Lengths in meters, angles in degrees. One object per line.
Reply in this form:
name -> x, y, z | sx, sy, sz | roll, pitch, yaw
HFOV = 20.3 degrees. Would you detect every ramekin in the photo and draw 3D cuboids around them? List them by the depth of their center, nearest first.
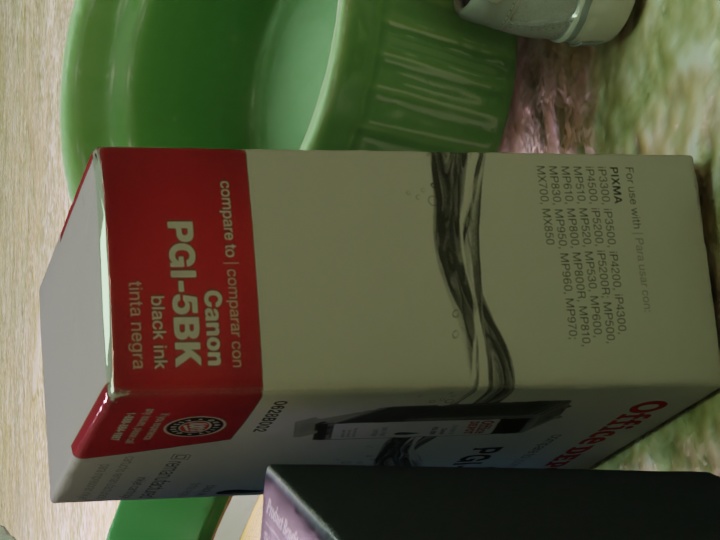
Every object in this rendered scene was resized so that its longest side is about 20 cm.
ramekin -> -0.029, -0.082, 0.803 | 0.200, 0.098, 0.200 | -16, 70, 50

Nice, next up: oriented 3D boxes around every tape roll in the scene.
tape roll -> -0.088, 0.151, 1.083 | 0.200, 0.048, 0.201 | 17, -90, -78

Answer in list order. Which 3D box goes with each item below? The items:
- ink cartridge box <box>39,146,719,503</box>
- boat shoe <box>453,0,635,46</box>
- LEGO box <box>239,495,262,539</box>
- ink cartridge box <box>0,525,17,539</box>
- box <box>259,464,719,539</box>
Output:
ink cartridge box -> 0.001, 0.022, 0.676 | 0.147, 0.200, 0.083 | 129, 138, -66
boat shoe -> 0.071, -0.179, 0.700 | 0.072, 0.068, 0.200 | -117, 33, -61
LEGO box -> -0.016, 0.194, 0.931 | 0.200, 0.077, 0.149 | 115, 153, -53
ink cartridge box -> -0.140, 0.227, 0.892 | 0.146, 0.083, 0.200 | 54, 168, 33
box -> 0.046, 0.164, 0.578 | 0.107, 0.148, 0.200 | -150, 64, -72
